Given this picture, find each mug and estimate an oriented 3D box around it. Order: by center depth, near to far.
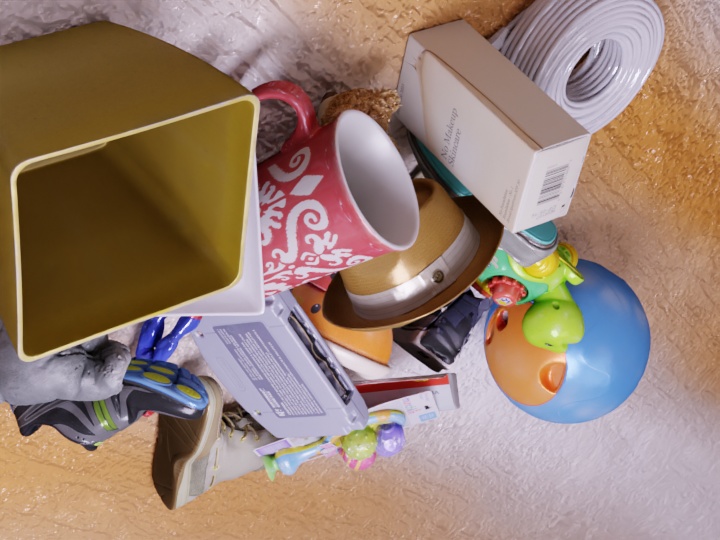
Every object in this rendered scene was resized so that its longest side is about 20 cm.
[{"bbox_3d":[-0.071,-0.065,1.358,0.200,0.178,0.133,-24,167,27],"label":"mug"}]

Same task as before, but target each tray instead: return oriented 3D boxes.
[{"bbox_3d":[-0.138,-0.059,1.293,0.022,0.107,0.200,-56,144,-75],"label":"tray"}]

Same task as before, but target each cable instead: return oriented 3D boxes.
[{"bbox_3d":[0.229,-0.223,1.558,0.200,0.069,0.200,-46,146,6],"label":"cable"}]

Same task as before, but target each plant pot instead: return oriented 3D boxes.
[{"bbox_3d":[-0.216,-0.083,1.171,0.200,0.176,0.200,-20,140,-29],"label":"plant pot"}]

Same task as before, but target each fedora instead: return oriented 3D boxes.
[{"bbox_3d":[0.038,-0.028,1.426,0.200,0.201,0.082,-37,118,-8],"label":"fedora"}]

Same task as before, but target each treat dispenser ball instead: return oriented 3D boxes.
[{"bbox_3d":[0.249,0.085,1.803,0.201,0.201,0.201,-27,143,-22],"label":"treat dispenser ball"}]

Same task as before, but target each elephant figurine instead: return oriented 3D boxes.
[{"bbox_3d":[-0.266,0.008,1.291,0.141,0.155,0.200,5,117,1],"label":"elephant figurine"}]

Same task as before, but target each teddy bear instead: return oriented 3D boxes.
[{"bbox_3d":[-0.022,-0.104,1.453,0.145,0.067,0.200,-21,147,-7],"label":"teddy bear"}]

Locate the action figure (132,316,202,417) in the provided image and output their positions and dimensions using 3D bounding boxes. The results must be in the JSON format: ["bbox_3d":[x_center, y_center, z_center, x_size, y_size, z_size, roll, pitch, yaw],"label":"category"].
[{"bbox_3d":[-0.221,0.083,1.450,0.099,0.065,0.200,-10,135,-51],"label":"action figure"}]

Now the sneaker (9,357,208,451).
[{"bbox_3d":[-0.233,0.126,1.391,0.071,0.199,0.083,-28,115,-74],"label":"sneaker"}]

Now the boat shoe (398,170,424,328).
[{"bbox_3d":[0.065,-0.027,1.614,0.072,0.065,0.200,-5,131,-42],"label":"boat shoe"}]

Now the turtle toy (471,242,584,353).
[{"bbox_3d":[0.178,0.000,1.649,0.101,0.200,0.146,-47,166,14],"label":"turtle toy"}]

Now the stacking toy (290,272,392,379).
[{"bbox_3d":[0.000,0.000,1.560,0.146,0.146,0.200,26,89,-54],"label":"stacking toy"}]

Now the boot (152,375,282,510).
[{"bbox_3d":[-0.140,0.169,1.624,0.154,0.072,0.200,-16,144,-32],"label":"boot"}]

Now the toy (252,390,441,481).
[{"bbox_3d":[-0.009,0.191,1.618,0.200,0.047,0.115,-15,160,3],"label":"toy"}]

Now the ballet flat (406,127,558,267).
[{"bbox_3d":[0.114,-0.074,1.536,0.064,0.200,0.067,-44,-171,50],"label":"ballet flat"}]

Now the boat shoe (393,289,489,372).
[{"bbox_3d":[0.093,0.059,1.678,0.093,0.075,0.200,-53,-171,-7],"label":"boat shoe"}]

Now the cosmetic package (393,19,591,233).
[{"bbox_3d":[0.122,-0.140,1.426,0.073,0.200,0.104,-20,140,-30],"label":"cosmetic package"}]

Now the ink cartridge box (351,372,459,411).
[{"bbox_3d":[0.024,0.142,1.642,0.160,0.047,0.200,-6,177,7],"label":"ink cartridge box"}]

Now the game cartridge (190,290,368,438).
[{"bbox_3d":[-0.091,0.091,1.503,0.200,0.133,0.041,58,39,-31],"label":"game cartridge"}]
